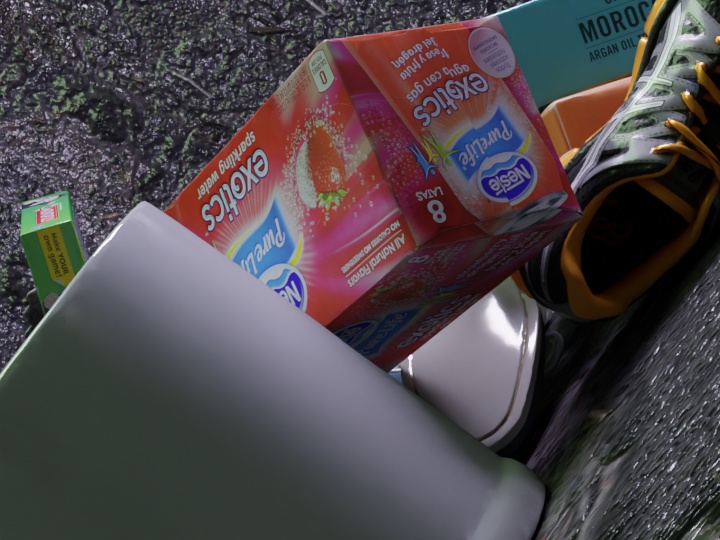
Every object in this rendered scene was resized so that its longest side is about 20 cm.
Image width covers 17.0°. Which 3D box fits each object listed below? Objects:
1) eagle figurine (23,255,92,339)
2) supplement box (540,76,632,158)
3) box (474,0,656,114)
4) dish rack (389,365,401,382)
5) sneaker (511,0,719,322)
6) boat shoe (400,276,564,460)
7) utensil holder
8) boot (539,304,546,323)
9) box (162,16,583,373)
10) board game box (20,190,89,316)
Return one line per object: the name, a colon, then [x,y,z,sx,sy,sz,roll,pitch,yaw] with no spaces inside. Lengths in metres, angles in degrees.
eagle figurine: [-0.123,0.095,1.445,0.151,0.152,0.200,-49,-20,-6]
supplement box: [0.107,-0.039,1.176,0.066,0.069,0.200,-18,-4,-12]
box: [0.115,-0.108,1.142,0.200,0.049,0.082,-19,-5,-2]
dish rack: [-0.025,0.072,1.318,0.172,0.199,0.044,170,95,-84]
sneaker: [0.141,-0.056,1.022,0.200,0.078,0.077,-56,15,12]
boat shoe: [0.054,0.030,1.148,0.075,0.062,0.200,-25,37,6]
utensil holder: [-0.053,0.092,0.965,0.170,0.200,0.170,-52,2,3]
boot: [0.000,0.000,1.292,0.073,0.199,0.091,178,86,-78]
box: [-0.006,-0.017,1.050,0.095,0.100,0.200,-13,-17,-35]
board game box: [-0.135,0.064,1.254,0.029,0.201,0.135,-17,10,-6]
